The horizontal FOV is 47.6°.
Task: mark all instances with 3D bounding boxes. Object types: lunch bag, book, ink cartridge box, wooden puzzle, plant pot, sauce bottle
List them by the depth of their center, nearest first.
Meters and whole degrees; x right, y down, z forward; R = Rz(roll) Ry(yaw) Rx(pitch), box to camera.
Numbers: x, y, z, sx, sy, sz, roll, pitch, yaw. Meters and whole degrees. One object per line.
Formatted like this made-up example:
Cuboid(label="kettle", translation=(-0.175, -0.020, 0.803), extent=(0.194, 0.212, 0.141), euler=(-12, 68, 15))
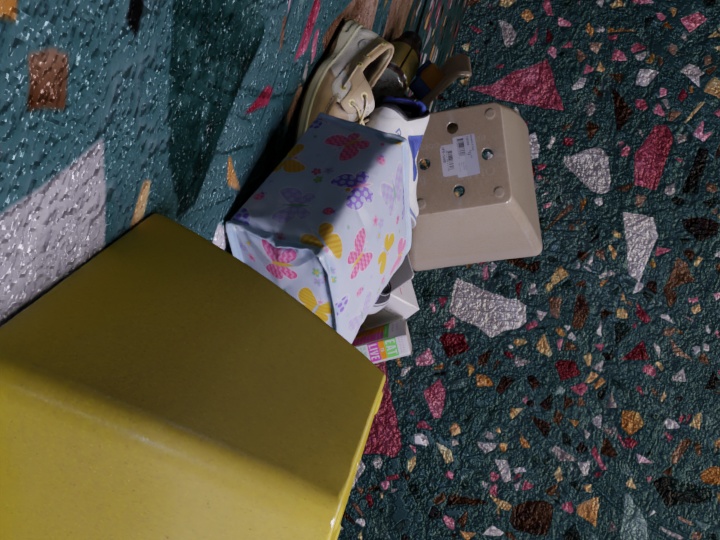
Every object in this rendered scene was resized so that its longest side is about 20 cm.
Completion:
Cuboid(label="plant pot", translation=(-0.092, 0.114, 0.465), extent=(0.200, 0.173, 0.204), euler=(-61, 168, -65))
Cuboid(label="lunch bag", translation=(-0.032, -0.013, 0.777), extent=(0.171, 0.125, 0.202), euler=(-56, 152, -34))
Cuboid(label="book", translation=(-0.029, 0.115, 1.101), extent=(0.134, 0.196, 0.049), euler=(1, 74, -85))
Cuboid(label="plant pot", translation=(0.140, -0.127, 1.131), extent=(0.177, 0.195, 0.205), euler=(38, 46, -72))
Cuboid(label="ink cartridge box", translation=(0.014, 0.034, 1.199), extent=(0.199, 0.067, 0.119), euler=(-38, -136, 27))
Cuboid(label="sauce bottle", translation=(0.057, -0.310, 1.231), extent=(0.201, 0.063, 0.066), euler=(-63, 170, -54))
Cuboid(label="wooden puzzle", translation=(0.080, -0.271, 1.270), extent=(0.199, 0.046, 0.186), euler=(-36, -166, 18))

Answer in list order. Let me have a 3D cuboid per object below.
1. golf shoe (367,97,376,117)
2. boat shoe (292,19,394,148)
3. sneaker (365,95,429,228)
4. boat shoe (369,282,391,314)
Cuboid(label="golf shoe", translation=(-0.011, -0.148, 1.071), extent=(0.201, 0.077, 0.095), euler=(-58, 176, -39))
Cuboid(label="boat shoe", translation=(-0.016, -0.185, 0.860), extent=(0.074, 0.065, 0.203), euler=(100, 10, -60))
Cuboid(label="sneaker", translation=(0.044, -0.134, 0.950), extent=(0.117, 0.079, 0.200), euler=(-66, 163, -13))
Cuboid(label="boat shoe", translation=(0.000, 0.000, 1.018), extent=(0.066, 0.071, 0.199), euler=(-33, 152, 18))
